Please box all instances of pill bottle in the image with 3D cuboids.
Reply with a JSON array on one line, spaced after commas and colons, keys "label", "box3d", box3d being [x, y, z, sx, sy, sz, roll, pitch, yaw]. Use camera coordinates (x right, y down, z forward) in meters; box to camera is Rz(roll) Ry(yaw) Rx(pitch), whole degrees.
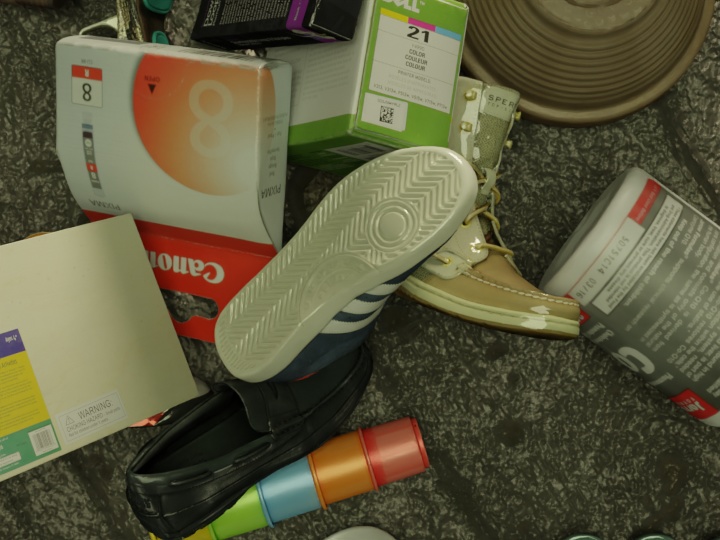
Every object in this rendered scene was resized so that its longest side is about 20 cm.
[{"label": "pill bottle", "box3d": [0.230, 0.032, 0.842, 0.200, 0.114, 0.114, 37, 90, 2]}]

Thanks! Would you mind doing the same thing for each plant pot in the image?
[{"label": "plant pot", "box3d": [0.152, -0.205, 0.859, 0.199, 0.093, 0.203, 0, 89, 2]}]

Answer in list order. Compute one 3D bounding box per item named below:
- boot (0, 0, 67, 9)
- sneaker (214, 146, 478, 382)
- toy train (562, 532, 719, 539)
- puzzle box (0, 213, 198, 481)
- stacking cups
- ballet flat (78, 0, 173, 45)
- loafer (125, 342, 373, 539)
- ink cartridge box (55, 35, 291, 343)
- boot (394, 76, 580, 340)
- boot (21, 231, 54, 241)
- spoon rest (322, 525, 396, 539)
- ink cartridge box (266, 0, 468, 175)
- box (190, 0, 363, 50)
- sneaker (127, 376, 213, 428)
[{"label": "boot", "box3d": [-0.241, -0.283, 0.883, 0.146, 0.070, 0.201, 28, 83, 9]}, {"label": "sneaker", "box3d": [0.000, 0.000, 0.792, 0.200, 0.084, 0.075, -38, 62, 16]}, {"label": "toy train", "box3d": [0.206, 0.247, 0.860, 0.198, 0.085, 0.115, 1, 101, -1]}, {"label": "puzzle box", "box3d": [-0.198, 0.047, 0.766, 0.025, 0.199, 0.134, -20, 90, 40]}, {"label": "stacking cups", "box3d": [-0.051, 0.148, 0.880, 0.199, 0.061, 0.061, -17, 89, -4]}, {"label": "ballet flat", "box3d": [-0.163, -0.176, 0.881, 0.075, 0.068, 0.202, 2, 93, 10]}, {"label": "loafer", "box3d": [-0.071, 0.100, 0.839, 0.200, 0.071, 0.068, -36, 49, -24]}, {"label": "ink cartridge box", "box3d": [-0.130, -0.048, 0.833, 0.161, 0.050, 0.202, 11, 104, 23]}, {"label": "boot", "box3d": [0.078, -0.046, 0.825, 0.199, 0.072, 0.156, 22, 92, 42]}, {"label": "boot", "box3d": [-0.252, 0.066, 0.775, 0.071, 0.144, 0.202, 31, 94, 5]}, {"label": "spoon rest", "box3d": [-0.046, 0.258, 0.862, 0.200, 0.061, 0.099, -43, 44, 3]}, {"label": "ink cartridge box", "box3d": [0.004, -0.173, 0.827, 0.075, 0.148, 0.202, 12, 84, -29]}, {"label": "box", "box3d": [-0.045, -0.219, 0.817, 0.036, 0.200, 0.144, 16, 90, -31]}, {"label": "sneaker", "box3d": [-0.203, 0.054, 0.873, 0.200, 0.067, 0.109, -1, 91, 4]}]
